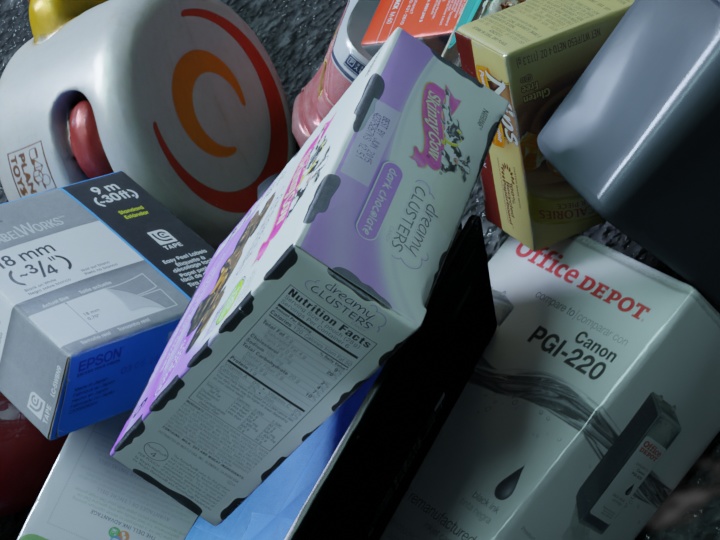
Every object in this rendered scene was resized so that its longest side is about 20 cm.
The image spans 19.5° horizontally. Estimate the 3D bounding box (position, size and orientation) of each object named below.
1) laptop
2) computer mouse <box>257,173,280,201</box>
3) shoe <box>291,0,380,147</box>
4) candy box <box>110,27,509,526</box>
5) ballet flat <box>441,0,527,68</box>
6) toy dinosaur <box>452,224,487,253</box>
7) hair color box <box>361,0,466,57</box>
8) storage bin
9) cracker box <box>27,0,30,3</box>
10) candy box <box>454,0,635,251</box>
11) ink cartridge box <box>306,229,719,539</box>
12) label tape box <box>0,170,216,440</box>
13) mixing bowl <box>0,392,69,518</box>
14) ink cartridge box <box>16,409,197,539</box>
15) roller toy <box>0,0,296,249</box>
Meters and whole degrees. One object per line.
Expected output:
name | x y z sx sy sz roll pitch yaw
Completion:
laptop | -0.024 0.071 1.054 0.116 0.200 0.188 24 70 17
computer mouse | -0.038 0.043 1.201 0.034 0.201 0.059 -3 16 -1
shoe | 0.009 -0.152 1.403 0.091 0.071 0.200 -54 7 36
candy box | -0.025 0.004 1.033 0.200 0.071 0.168 -47 13 44
ballet flat | 0.068 -0.102 1.148 0.201 0.064 0.076 -62 9 -2
toy dinosaur | 0.000 0.000 1.242 0.199 0.102 0.077 -18 44 30
hair color box | 0.113 -0.134 1.256 0.199 0.111 0.064 -5 53 42
storage bin | 0.196 -0.056 1.049 0.134 0.200 0.146 -50 36 11
cracker box | -0.187 -0.194 1.522 0.058 0.200 0.134 -40 37 7
candy box | 0.154 -0.103 1.117 0.199 0.116 0.055 -23 32 -21
ink cartridge box | 0.089 0.084 1.094 0.200 0.085 0.146 -49 37 -9
label tape box | -0.178 -0.002 1.218 0.200 0.144 0.064 39 129 30
mixing bowl | -0.218 0.071 1.345 0.200 0.108 0.201 -15 73 62
ink cartridge box | -0.137 0.157 1.195 0.059 0.103 0.201 108 -175 -61
roller toy | -0.148 -0.088 1.392 0.139 0.200 0.183 -17 48 36
